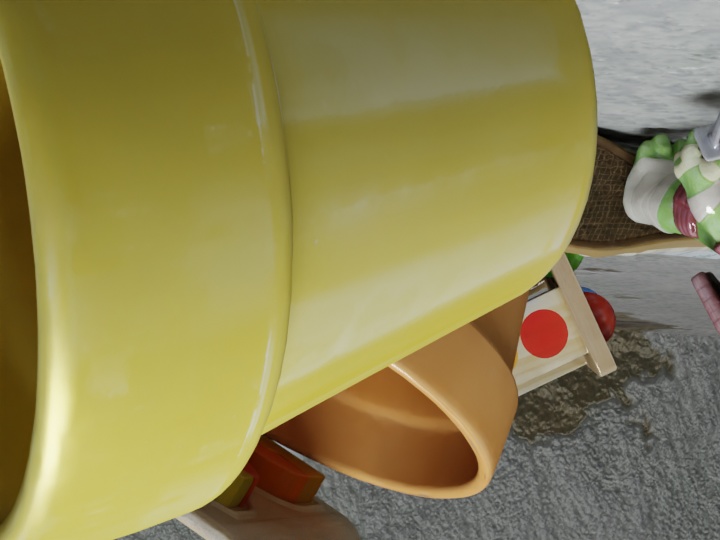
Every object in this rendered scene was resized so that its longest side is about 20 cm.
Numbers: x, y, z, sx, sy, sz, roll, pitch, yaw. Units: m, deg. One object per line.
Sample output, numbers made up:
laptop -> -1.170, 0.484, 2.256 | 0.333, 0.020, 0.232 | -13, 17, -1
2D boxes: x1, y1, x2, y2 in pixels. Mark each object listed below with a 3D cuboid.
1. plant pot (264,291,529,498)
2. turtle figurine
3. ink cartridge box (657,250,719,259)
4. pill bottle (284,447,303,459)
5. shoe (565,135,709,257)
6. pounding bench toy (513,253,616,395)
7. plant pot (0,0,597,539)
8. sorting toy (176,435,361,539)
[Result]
plant pot -> 0.000, 0.000, 0.823 | 0.199, 0.141, 0.200 | 24, 157, 11
turtle figurine -> 0.224, -0.043, 0.854 | 0.143, 0.202, 0.194 | -18, -160, -12
ink cartridge box -> 0.152, -0.035, 1.070 | 0.198, 0.040, 0.099 | 3, 175, -12
pill bottle -> -0.083, 0.036, 1.238 | 0.113, 0.202, 0.114 | 3, 176, 0
shoe -> 0.143, -0.039, 0.967 | 0.198, 0.071, 0.053 | 5, 172, -27
pounding bench toy -> 0.078, -0.002, 1.199 | 0.155, 0.201, 0.124 | -25, -177, 2
plant pot -> -0.045, -0.038, 0.480 | 0.188, 0.203, 0.200 | -13, -175, -33
sorting toy -> -0.094, 0.080, 0.840 | 0.199, 0.037, 0.185 | 37, -175, 17
